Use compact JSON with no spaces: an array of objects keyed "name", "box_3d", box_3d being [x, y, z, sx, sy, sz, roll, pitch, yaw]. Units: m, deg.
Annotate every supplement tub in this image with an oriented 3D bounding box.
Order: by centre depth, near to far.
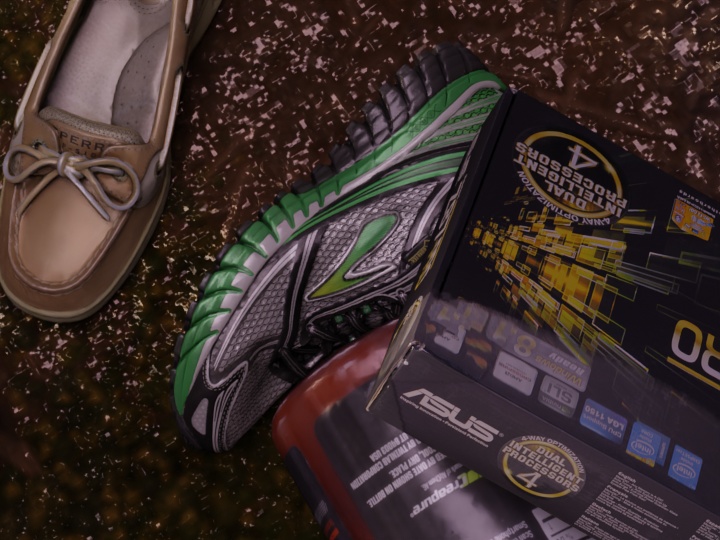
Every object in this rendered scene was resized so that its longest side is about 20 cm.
[{"name":"supplement tub","box_3d":[0.054,0.117,0.944,0.107,0.107,0.200,-30,75,-2]}]

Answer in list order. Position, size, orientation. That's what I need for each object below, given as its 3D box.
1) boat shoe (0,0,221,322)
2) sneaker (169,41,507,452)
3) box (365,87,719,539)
[{"name":"boat shoe","box_3d":[-0.107,-0.078,1.034,0.073,0.063,0.201,20,79,11]},{"name":"sneaker","box_3d":[0.000,0.000,0.995,0.085,0.078,0.200,42,83,14]},{"name":"box","box_3d":[0.114,0.036,0.921,0.200,0.049,0.161,30,44,-5]}]
